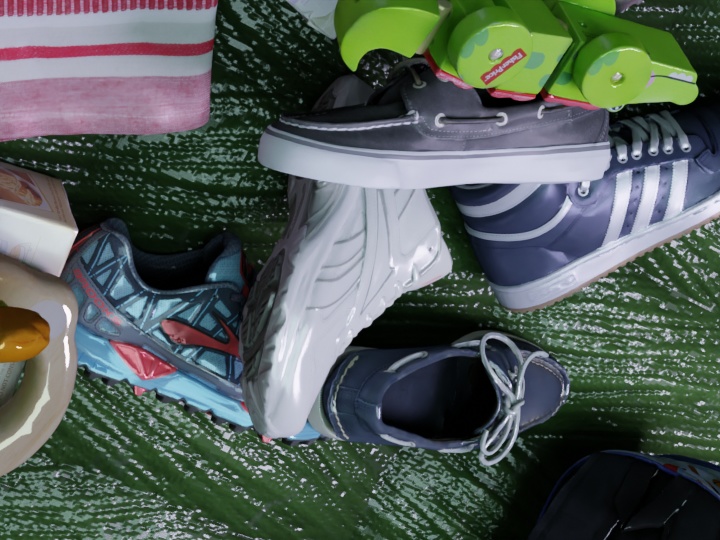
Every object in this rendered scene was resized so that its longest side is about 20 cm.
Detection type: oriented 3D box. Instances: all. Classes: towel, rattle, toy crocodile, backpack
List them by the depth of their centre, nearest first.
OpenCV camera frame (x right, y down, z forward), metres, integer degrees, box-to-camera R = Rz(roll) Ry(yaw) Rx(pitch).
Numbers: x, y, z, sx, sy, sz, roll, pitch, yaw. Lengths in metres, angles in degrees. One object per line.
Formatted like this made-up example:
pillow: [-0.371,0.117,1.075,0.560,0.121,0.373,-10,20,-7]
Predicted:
rattle: [-0.201,0.096,0.907,0.130,0.143,0.200,21,100,-44]
toy crocodile: [0.081,-0.109,0.914,0.199,0.068,0.062,6,131,-33]
towel: [-0.138,-0.143,0.922,0.144,0.023,0.200,-6,137,-16]
backpack: [0.183,0.208,1.143,0.154,0.200,0.191,-2,111,-51]

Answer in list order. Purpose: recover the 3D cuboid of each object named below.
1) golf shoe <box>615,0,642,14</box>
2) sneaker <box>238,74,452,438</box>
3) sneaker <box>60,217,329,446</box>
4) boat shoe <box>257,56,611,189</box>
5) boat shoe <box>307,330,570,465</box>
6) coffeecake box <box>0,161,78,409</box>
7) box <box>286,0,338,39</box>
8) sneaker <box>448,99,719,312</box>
golf shoe: [0.093,-0.176,0.961,0.200,0.073,0.092,-16,136,-32]
sneaker: [0.000,0.000,0.996,0.099,0.078,0.201,21,78,-16]
sneaker: [-0.074,0.031,1.033,0.199,0.079,0.096,20,105,-25]
boat shoe: [0.043,-0.079,0.947,0.199,0.070,0.067,-1,105,-24]
boat shoe: [0.059,0.070,1.070,0.200,0.062,0.075,8,92,-45]
coffeecake box: [-0.268,0.005,0.960,0.199,0.073,0.154,17,109,-24]
box: [0.033,-0.210,0.972,0.039,0.041,0.200,37,99,-30]
sneaker: [0.143,-0.067,1.060,0.200,0.070,0.109,-32,122,2]
